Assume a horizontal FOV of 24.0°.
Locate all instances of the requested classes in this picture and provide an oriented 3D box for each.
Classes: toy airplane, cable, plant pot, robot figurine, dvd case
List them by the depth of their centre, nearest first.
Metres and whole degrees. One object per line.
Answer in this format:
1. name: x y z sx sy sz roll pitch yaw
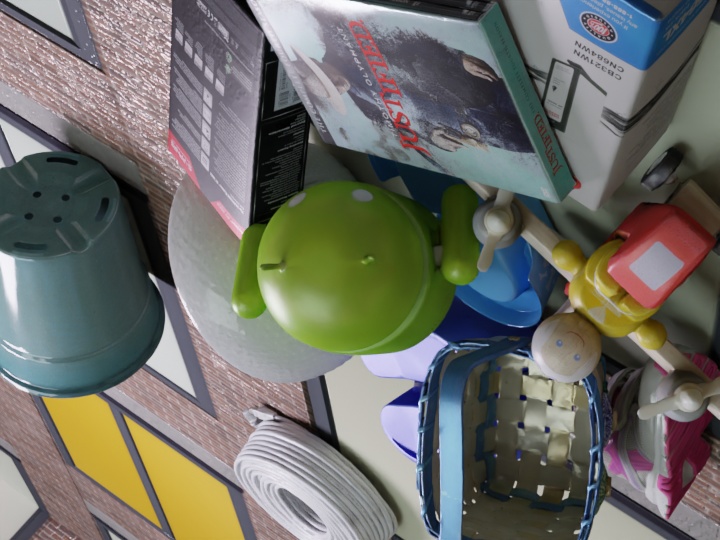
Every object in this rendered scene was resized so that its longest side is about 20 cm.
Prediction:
1. dvd case: 0.025 -0.114 1.016 0.200 0.022 0.146 20 151 41
2. toy airplane: 0.155 0.018 1.108 0.200 0.141 0.199 22 150 40
3. robot figurine: 0.000 0.000 1.165 0.175 0.116 0.200 -8 175 16
4. plant pot: -0.312 -0.006 1.765 0.200 0.200 0.197 30 146 25
5. cable: -0.053 0.256 1.944 0.200 0.069 0.200 16 146 46

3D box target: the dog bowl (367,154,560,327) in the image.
1. dog bowl: 0.082 -0.045 1.232 0.111 0.050 0.200 14 144 47

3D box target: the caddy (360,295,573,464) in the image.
1. caddy: 0.091 0.085 1.382 0.200 0.105 0.142 5 115 57

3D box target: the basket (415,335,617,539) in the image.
1. basket: 0.101 0.127 1.188 0.139 0.200 0.177 10 107 29

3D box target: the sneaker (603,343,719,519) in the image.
1. sneaker: 0.211 0.112 1.264 0.088 0.081 0.200 30 154 22

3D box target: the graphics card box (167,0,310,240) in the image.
1. graphics card box: -0.086 -0.130 1.191 0.126 0.051 0.201 50 149 34

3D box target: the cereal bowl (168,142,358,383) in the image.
1. cereal bowl: -0.048 -0.016 1.323 0.083 0.200 0.200 -19 118 42

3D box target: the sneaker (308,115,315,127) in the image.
1. sneaker: -0.043 -0.149 1.247 0.072 0.073 0.200 23 -176 -36

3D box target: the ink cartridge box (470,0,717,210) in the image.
1. ink cartridge box: 0.114 -0.144 0.963 0.146 0.084 0.200 35 156 15
